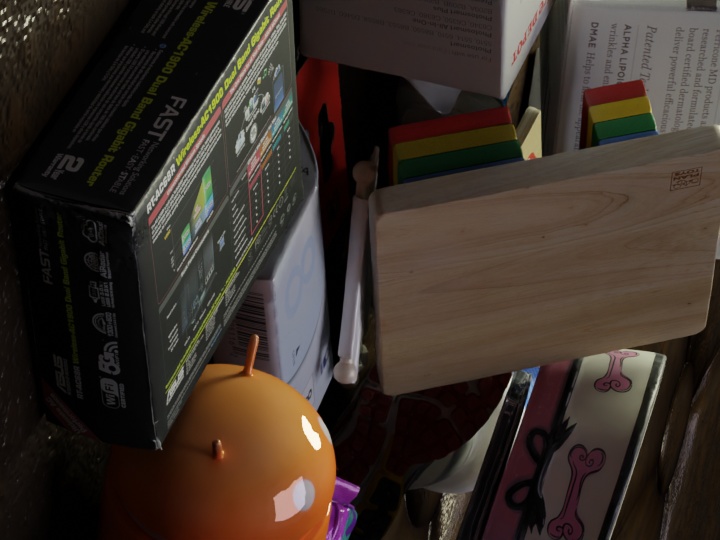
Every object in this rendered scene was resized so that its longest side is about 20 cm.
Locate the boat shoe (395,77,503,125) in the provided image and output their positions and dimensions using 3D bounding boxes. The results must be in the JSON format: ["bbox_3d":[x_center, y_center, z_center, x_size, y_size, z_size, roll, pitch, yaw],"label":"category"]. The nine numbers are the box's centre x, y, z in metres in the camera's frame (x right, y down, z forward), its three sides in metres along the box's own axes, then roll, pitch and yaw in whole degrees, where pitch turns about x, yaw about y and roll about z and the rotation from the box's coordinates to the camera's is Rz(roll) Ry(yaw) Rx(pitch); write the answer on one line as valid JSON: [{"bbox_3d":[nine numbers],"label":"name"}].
[{"bbox_3d":[0.057,-0.063,1.830,0.200,0.070,0.070,68,36,-66],"label":"boat shoe"}]

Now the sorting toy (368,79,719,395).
[{"bbox_3d":[0.100,-0.023,1.631,0.199,0.199,0.070,87,-10,-58],"label":"sorting toy"}]

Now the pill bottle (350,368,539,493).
[{"bbox_3d":[0.077,0.088,1.914,0.200,0.112,0.113,-14,116,-59],"label":"pill bottle"}]

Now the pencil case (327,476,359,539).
[{"bbox_3d":[-0.039,0.222,1.593,0.085,0.092,0.201,21,55,-37],"label":"pencil case"}]

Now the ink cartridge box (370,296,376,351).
[{"bbox_3d":[0.083,-0.004,1.810,0.199,0.068,0.116,7,125,-49],"label":"ink cartridge box"}]

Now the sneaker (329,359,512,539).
[{"bbox_3d":[0.021,0.091,1.755,0.200,0.078,0.082,-49,-173,13],"label":"sneaker"}]

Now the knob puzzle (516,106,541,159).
[{"bbox_3d":[0.084,-0.007,2.021,0.220,0.030,0.220,-54,160,-30],"label":"knob puzzle"}]

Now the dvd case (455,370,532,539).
[{"bbox_3d":[0.068,0.166,1.768,0.149,0.016,0.201,-42,151,-83],"label":"dvd case"}]

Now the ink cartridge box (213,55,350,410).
[{"bbox_3d":[-0.029,-0.015,1.612,0.161,0.047,0.200,85,25,-48],"label":"ink cartridge box"}]

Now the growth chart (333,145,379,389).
[{"bbox_3d":[0.000,0.000,1.682,0.200,0.018,0.146,51,44,-89],"label":"growth chart"}]

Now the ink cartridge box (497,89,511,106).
[{"bbox_3d":[0.067,-0.205,1.761,0.200,0.067,0.116,75,30,-59],"label":"ink cartridge box"}]

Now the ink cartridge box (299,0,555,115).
[{"bbox_3d":[0.042,-0.200,1.572,0.129,0.125,0.201,-60,158,-47],"label":"ink cartridge box"}]

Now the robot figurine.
[{"bbox_3d":[-0.074,0.131,1.412,0.143,0.117,0.201,-18,139,-30],"label":"robot figurine"}]

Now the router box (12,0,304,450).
[{"bbox_3d":[-0.091,-0.037,1.349,0.200,0.062,0.150,-62,159,-44],"label":"router box"}]

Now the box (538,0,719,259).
[{"bbox_3d":[0.181,-0.144,1.737,0.200,0.130,0.201,-88,-179,-47],"label":"box"}]

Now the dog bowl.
[{"bbox_3d":[0.123,0.135,1.744,0.200,0.073,0.201,19,90,-85],"label":"dog bowl"}]

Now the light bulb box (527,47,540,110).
[{"bbox_3d":[0.200,-0.074,2.225,0.198,0.124,0.201,-26,126,-70],"label":"light bulb box"}]
